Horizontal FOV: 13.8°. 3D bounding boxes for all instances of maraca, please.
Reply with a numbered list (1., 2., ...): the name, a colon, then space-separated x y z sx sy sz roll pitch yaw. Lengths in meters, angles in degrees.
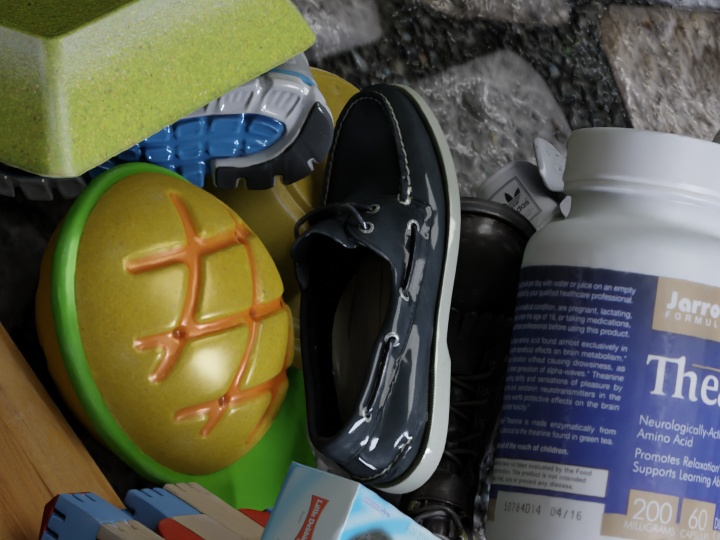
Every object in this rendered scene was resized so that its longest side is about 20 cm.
1. maraca: -0.079 0.042 1.374 0.200 0.107 0.137 58 45 -30

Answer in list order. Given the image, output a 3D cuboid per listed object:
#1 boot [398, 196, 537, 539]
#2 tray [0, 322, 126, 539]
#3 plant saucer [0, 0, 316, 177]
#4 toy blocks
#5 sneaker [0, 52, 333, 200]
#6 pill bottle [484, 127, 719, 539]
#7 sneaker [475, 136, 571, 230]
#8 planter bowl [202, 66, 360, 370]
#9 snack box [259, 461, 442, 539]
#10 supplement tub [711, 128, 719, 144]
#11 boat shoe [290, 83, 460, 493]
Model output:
1. boot: 0.044 0.085 1.418 0.069 0.201 0.175 7 45 4
2. tray: -0.189 0.058 1.304 0.200 0.037 0.099 55 40 -1
3. plant saucer: -0.152 -0.121 1.349 0.199 0.048 0.200 20 32 27
4. toy blocks: -0.053 0.142 1.291 0.136 0.100 0.200 30 14 29
5. sneaker: -0.115 -0.084 1.409 0.199 0.075 0.087 3 35 -7
6. pill bottle: 0.125 0.040 1.381 0.111 0.111 0.201 12 83 -39
7. sneaker: 0.097 -0.001 1.564 0.115 0.075 0.200 51 14 3
8. planter bowl: -0.033 -0.039 1.482 0.200 0.083 0.201 23 51 -32
9. snack box: 0.006 0.163 1.211 0.200 0.037 0.117 39 70 -57
10. supplement tub: 0.274 -0.031 1.458 0.200 0.145 0.146 -10 73 -46
11. boat shoe: -0.002 0.001 1.379 0.066 0.074 0.200 17 69 -40
